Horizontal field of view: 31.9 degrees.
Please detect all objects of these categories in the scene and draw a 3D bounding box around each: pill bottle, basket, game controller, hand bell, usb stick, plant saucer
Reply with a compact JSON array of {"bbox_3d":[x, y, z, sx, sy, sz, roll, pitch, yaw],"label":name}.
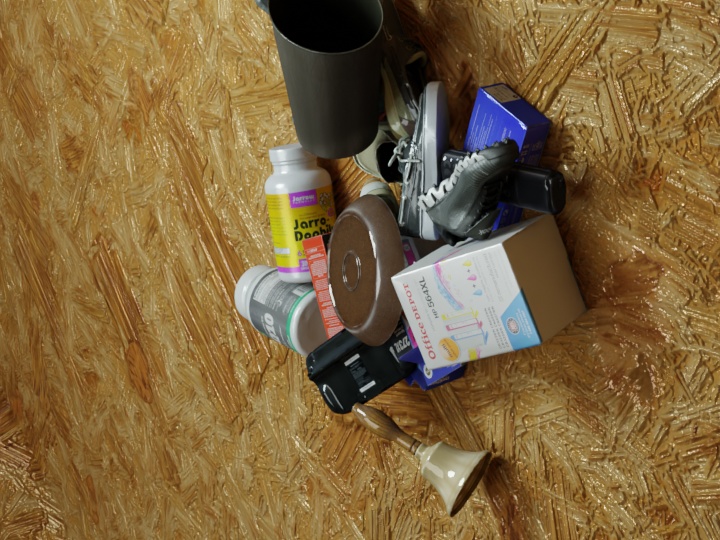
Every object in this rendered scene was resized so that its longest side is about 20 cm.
[{"bbox_3d":[-0.089,-0.089,1.915,0.104,0.103,0.203,7,109,56],"label":"pill bottle"},{"bbox_3d":[-0.036,-0.252,1.606,0.181,0.135,0.201,57,162,39],"label":"basket"},{"bbox_3d":[-0.001,0.130,1.772,0.105,0.042,0.200,53,134,0],"label":"game controller"},{"bbox_3d":[0.072,0.241,1.745,0.199,0.104,0.105,33,133,19],"label":"hand bell"},{"bbox_3d":[0.167,-0.107,1.501,0.199,0.032,0.056,19,126,51],"label":"usb stick"},{"bbox_3d":[0.000,0.000,1.675,0.200,0.034,0.203,177,90,-65],"label":"plant saucer"},{"bbox_3d":[-0.112,0.060,2.008,0.199,0.112,0.115,23,122,52],"label":"pill bottle"}]

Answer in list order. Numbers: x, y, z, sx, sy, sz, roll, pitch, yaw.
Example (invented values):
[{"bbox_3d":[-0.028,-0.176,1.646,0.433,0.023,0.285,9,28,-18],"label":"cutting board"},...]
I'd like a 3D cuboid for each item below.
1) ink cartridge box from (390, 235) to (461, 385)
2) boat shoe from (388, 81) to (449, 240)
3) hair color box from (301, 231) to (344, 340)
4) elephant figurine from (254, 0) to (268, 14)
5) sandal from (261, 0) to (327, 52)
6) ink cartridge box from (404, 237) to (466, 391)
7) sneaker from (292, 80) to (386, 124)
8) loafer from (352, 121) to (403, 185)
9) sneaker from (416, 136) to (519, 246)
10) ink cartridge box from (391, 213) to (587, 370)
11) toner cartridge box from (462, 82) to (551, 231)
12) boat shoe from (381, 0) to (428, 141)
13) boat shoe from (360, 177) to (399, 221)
[{"bbox_3d":[0.065,0.049,1.665,0.095,0.037,0.202,-38,71,56],"label":"ink cartridge box"},{"bbox_3d":[0.074,-0.140,1.603,0.067,0.074,0.202,7,111,17],"label":"boat shoe"},{"bbox_3d":[-0.008,0.039,1.849,0.061,0.101,0.203,-12,94,55],"label":"hair color box"},{"bbox_3d":[-0.055,-0.419,1.701,0.200,0.154,0.143,-40,26,49],"label":"elephant figurine"},{"bbox_3d":[-0.078,-0.318,1.688,0.200,0.045,0.075,44,144,-11],"label":"sandal"},{"bbox_3d":[0.092,0.066,1.732,0.137,0.076,0.202,47,140,36],"label":"ink cartridge box"},{"bbox_3d":[-0.025,-0.251,1.790,0.199,0.079,0.097,-2,96,48],"label":"sneaker"},{"bbox_3d":[0.042,-0.158,1.717,0.199,0.068,0.077,16,116,54],"label":"loafer"},{"bbox_3d":[0.139,-0.085,1.468,0.091,0.066,0.200,64,150,7],"label":"sneaker"},{"bbox_3d":[0.146,0.031,1.524,0.199,0.125,0.130,-18,97,40],"label":"ink cartridge box"},{"bbox_3d":[0.167,-0.121,1.564,0.095,0.043,0.202,48,139,36],"label":"toner cartridge box"},{"bbox_3d":[0.059,-0.272,1.653,0.065,0.071,0.204,-16,82,33],"label":"boat shoe"},{"bbox_3d":[0.035,-0.036,1.788,0.069,0.074,0.202,-104,8,-58],"label":"boat shoe"}]
